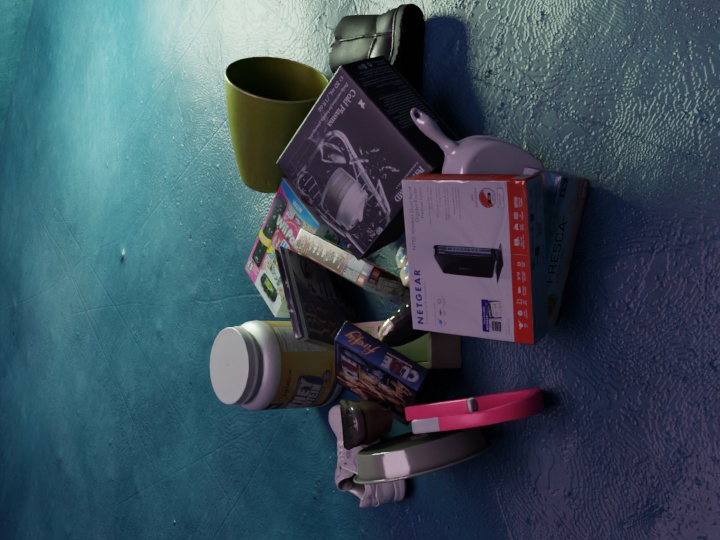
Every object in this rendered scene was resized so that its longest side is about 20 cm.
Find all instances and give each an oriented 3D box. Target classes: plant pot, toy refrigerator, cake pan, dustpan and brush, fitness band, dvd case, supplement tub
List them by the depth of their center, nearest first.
[{"bbox_3d":[0.142,-0.142,1.206,0.140,0.200,0.057,-50,21,-9],"label":"dustpan and brush"},{"bbox_3d":[0.149,0.184,1.222,0.198,0.142,0.038,-15,82,44],"label":"fitness band"},{"bbox_3d":[0.082,0.246,1.258,0.199,0.198,0.037,-20,83,48],"label":"cake pan"},{"bbox_3d":[0.060,0.114,1.400,0.198,0.069,0.078,-9,81,51],"label":"toy refrigerator"},{"bbox_3d":[-0.061,0.053,1.461,0.016,0.199,0.151,-25,66,23],"label":"dvd case"},{"bbox_3d":[-0.137,0.158,1.538,0.143,0.198,0.148,-5,84,50],"label":"supplement tub"},{"bbox_3d":[-0.158,-0.247,1.633,0.187,0.184,0.203,47,137,42],"label":"plant pot"}]

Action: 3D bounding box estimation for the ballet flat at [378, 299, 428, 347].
[{"bbox_3d":[0.100,0.038,1.289,0.057,0.199,0.067,43,161,31],"label":"ballet flat"}]

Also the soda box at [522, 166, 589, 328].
[{"bbox_3d":[0.233,-0.028,1.194,0.063,0.068,0.204,20,103,45],"label":"soda box"}]

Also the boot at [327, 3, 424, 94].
[{"bbox_3d":[0.018,-0.322,1.477,0.167,0.076,0.204,1,82,47],"label":"boot"}]

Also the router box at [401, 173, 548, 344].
[{"bbox_3d":[0.144,-0.018,1.159,0.177,0.049,0.204,4,106,36],"label":"router box"}]

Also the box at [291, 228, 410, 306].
[{"bbox_3d":[0.000,0.000,1.427,0.199,0.136,0.040,28,93,48],"label":"box"}]

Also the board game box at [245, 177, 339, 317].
[{"bbox_3d":[-0.122,-0.040,1.644,0.148,0.064,0.202,51,124,40],"label":"board game box"}]

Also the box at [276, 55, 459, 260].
[{"bbox_3d":[0.016,-0.163,1.325,0.197,0.123,0.200,48,127,10],"label":"box"}]

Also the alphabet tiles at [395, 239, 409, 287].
[{"bbox_3d":[0.111,-0.075,1.325,0.202,0.014,0.197,-58,20,22],"label":"alphabet tiles"}]

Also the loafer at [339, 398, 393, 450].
[{"bbox_3d":[0.010,0.227,1.355,0.200,0.070,0.075,150,115,-82],"label":"loafer"}]

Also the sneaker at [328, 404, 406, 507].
[{"bbox_3d":[-0.010,0.288,1.445,0.200,0.098,0.076,49,143,42],"label":"sneaker"}]

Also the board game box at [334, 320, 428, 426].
[{"bbox_3d":[0.026,0.153,1.328,0.134,0.035,0.201,30,159,12],"label":"board game box"}]
